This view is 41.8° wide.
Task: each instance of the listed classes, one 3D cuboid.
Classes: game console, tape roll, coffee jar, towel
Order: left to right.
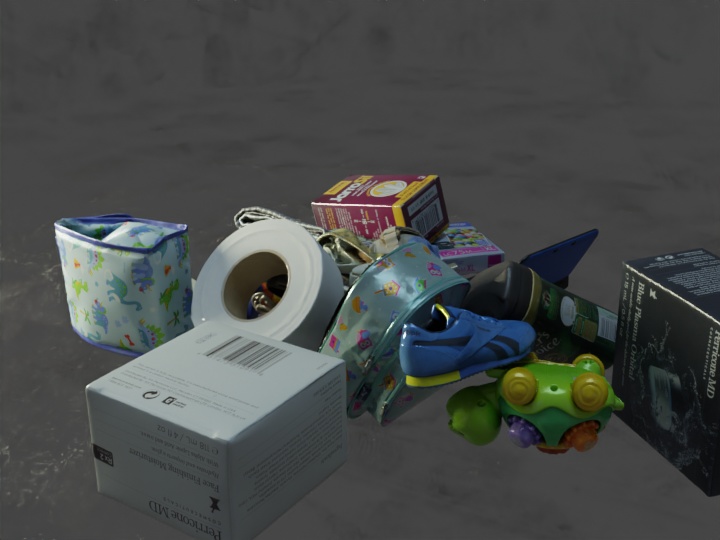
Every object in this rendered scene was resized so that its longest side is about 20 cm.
[{"bbox_3d":[-0.125,0.035,1.256,0.200,0.071,0.205,-12,58,20],"label":"tape roll"},{"bbox_3d":[-0.083,-0.035,1.479,0.198,0.087,0.165,14,-7,34],"label":"towel"},{"bbox_3d":[0.243,-0.009,1.459,0.198,0.120,0.170,-18,27,-39],"label":"game console"},{"bbox_3d":[0.226,0.062,1.183,0.198,0.086,0.104,25,-28,-25],"label":"coffee jar"}]

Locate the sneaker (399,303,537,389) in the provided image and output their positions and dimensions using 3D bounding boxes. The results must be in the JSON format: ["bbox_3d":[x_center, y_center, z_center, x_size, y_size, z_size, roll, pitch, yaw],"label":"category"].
[{"bbox_3d":[0.124,0.070,1.044,0.198,0.080,0.066,-12,7,-38],"label":"sneaker"}]

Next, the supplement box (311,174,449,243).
[{"bbox_3d":[0.036,-0.098,1.652,0.198,0.104,0.131,4,32,37],"label":"supplement box"}]

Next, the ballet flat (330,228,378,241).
[{"bbox_3d":[0.013,-0.017,1.580,0.198,0.075,0.074,12,24,34],"label":"ballet flat"}]

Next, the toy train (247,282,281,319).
[{"bbox_3d":[-0.131,0.041,1.406,0.115,0.086,0.199,0,16,-40],"label":"toy train"}]

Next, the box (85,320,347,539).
[{"bbox_3d":[-0.146,0.165,0.996,0.197,0.133,0.199,13,25,31],"label":"box"}]

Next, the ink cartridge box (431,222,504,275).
[{"bbox_3d":[0.161,-0.044,1.664,0.118,0.043,0.200,-6,20,-15],"label":"ink cartridge box"}]

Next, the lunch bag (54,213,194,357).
[{"bbox_3d":[-0.338,0.018,1.329,0.197,0.172,0.127,6,22,23],"label":"lunch bag"}]

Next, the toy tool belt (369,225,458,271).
[{"bbox_3d":[0.073,-0.002,1.425,0.121,0.127,0.200,6,8,18],"label":"toy tool belt"}]

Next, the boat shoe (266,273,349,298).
[{"bbox_3d":[-0.047,0.053,1.334,0.199,0.075,0.074,32,69,8],"label":"boat shoe"}]

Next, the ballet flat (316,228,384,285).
[{"bbox_3d":[0.000,0.000,1.287,0.070,0.072,0.200,-13,33,-29],"label":"ballet flat"}]

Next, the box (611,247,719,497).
[{"bbox_3d":[0.382,0.105,1.046,0.116,0.199,0.200,-8,22,-17],"label":"box"}]

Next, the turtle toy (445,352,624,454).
[{"bbox_3d":[0.195,0.151,1.061,0.197,0.103,0.146,2,7,13],"label":"turtle toy"}]

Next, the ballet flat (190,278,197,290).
[{"bbox_3d":[-0.283,0.033,1.426,0.198,0.074,0.073,16,26,36],"label":"ballet flat"}]

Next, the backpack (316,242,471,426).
[{"bbox_3d":[0.047,0.073,1.133,0.153,0.202,0.175,38,38,27],"label":"backpack"}]
